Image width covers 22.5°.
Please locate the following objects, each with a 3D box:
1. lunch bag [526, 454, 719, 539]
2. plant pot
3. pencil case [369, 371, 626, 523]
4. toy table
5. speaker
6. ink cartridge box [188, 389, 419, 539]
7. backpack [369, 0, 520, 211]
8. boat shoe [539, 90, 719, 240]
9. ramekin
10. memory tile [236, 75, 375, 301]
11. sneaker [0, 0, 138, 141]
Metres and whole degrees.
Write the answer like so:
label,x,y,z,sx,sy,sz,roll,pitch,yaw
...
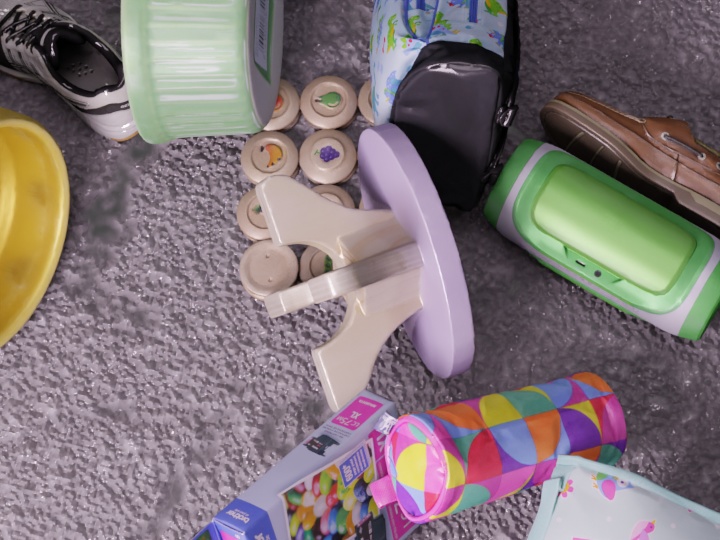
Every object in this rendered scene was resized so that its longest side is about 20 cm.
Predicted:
label,x,y,z,sx,sy,sz,roll,pitch,yaw
lunch bag,0.201,0.246,1.312,0.199,0.122,0.171,26,72,-8
plant pot,-0.362,-0.049,1.425,0.188,0.201,0.202,20,71,24
pencil case,0.106,0.131,1.354,0.199,0.088,0.089,-9,66,-34
toy table,0.000,0.000,1.393,0.116,0.184,0.201,-19,79,-19
speaker,0.201,-0.025,1.446,0.199,0.089,0.089,31,74,12
ink cartridge box,-0.038,0.192,1.322,0.042,0.120,0.200,18,43,42
backpack,0.069,-0.178,1.464,0.152,0.164,0.201,16,51,8
boat shoe,0.242,-0.091,1.482,0.199,0.072,0.068,36,70,4
ramekin,-0.122,-0.202,1.457,0.097,0.200,0.202,2,70,7
memory tile,-0.027,-0.072,1.507,0.152,0.017,0.202,-1,70,2
sneaker,-0.258,-0.192,1.521,0.199,0.088,0.076,31,75,14
